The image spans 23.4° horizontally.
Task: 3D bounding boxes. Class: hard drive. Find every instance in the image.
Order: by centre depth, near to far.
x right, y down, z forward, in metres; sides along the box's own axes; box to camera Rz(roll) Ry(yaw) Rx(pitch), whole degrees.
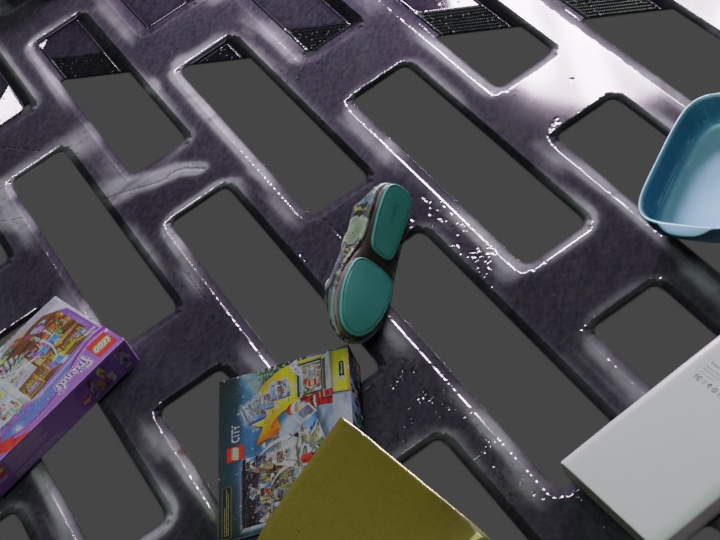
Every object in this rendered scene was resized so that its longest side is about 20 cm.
[{"bbox_3d":[0.286,0.142,1.469,0.200,0.026,0.132,-37,42,-10],"label":"hard drive"}]

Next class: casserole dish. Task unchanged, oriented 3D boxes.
[{"bbox_3d":[0.345,-0.095,1.665,0.121,0.039,0.200,8,54,34],"label":"casserole dish"}]

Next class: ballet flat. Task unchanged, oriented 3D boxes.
[{"bbox_3d":[0.000,0.000,1.749,0.074,0.074,0.200,-1,47,28],"label":"ballet flat"}]

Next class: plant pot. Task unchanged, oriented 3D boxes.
[{"bbox_3d":[0.016,0.278,1.368,0.200,0.196,0.194,-47,44,-7],"label":"plant pot"}]

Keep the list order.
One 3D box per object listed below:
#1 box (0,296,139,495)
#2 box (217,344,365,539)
[{"bbox_3d":[-0.346,0.128,1.817,0.200,0.039,0.137,-45,43,-18],"label":"box"},{"bbox_3d":[-0.064,0.169,1.622,0.136,0.038,0.200,-17,43,13],"label":"box"}]
